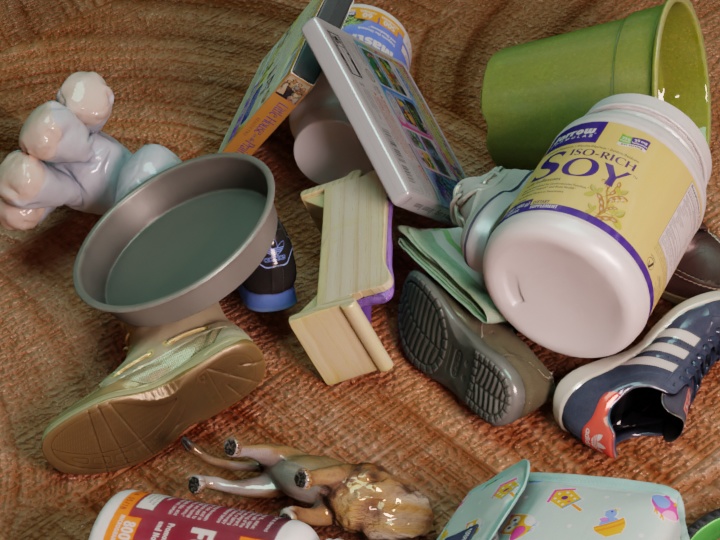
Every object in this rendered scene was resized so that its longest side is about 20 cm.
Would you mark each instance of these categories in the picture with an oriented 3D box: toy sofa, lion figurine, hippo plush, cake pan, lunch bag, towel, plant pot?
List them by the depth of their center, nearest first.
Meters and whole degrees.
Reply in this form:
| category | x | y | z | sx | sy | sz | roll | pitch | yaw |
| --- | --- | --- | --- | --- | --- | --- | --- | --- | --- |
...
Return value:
| category | x | y | z | sx | sy | sz | roll | pitch | yaw |
| --- | --- | --- | --- | --- | --- | --- | --- | --- | --- |
| lunch bag | 0.122 | 0.231 | 1.249 | 0.199 | 0.122 | 0.171 | 7 | 44 | 34 |
| lion figurine | -0.041 | 0.169 | 1.381 | 0.122 | 0.073 | 0.200 | 5 | 15 | -47 |
| cake pan | -0.158 | -0.025 | 1.529 | 0.199 | 0.037 | 0.201 | -20 | 36 | 15 |
| towel | 0.148 | -0.006 | 1.559 | 0.199 | 0.023 | 0.153 | -5 | 33 | -35 |
| toy sofa | 0.000 | 0.000 | 1.560 | 0.097 | 0.083 | 0.201 | -18 | 36 | 15 |
| hippo plush | -0.248 | -0.071 | 1.675 | 0.160 | 0.200 | 0.160 | 35 | 69 | 7 |
| plant pot | 0.223 | -0.158 | 1.684 | 0.189 | 0.201 | 0.200 | -2 | 37 | 25 |

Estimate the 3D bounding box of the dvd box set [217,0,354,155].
| category | x | y | z | sx | sy | sz | roll | pitch | yaw |
| --- | --- | --- | --- | --- | --- | --- | --- | --- | --- |
| dvd box set | -0.073 | -0.198 | 1.736 | 0.029 | 0.200 | 0.147 | 30 | 57 | -13 |

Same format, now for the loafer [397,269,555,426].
| category | x | y | z | sx | sy | sz | roll | pitch | yaw |
| --- | --- | --- | --- | --- | --- | --- | --- | --- | --- |
| loafer | 0.098 | 0.067 | 1.502 | 0.069 | 0.076 | 0.200 | -1 | 33 | -32 |

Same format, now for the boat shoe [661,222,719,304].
| category | x | y | z | sx | sy | sz | roll | pitch | yaw |
| --- | --- | --- | --- | --- | --- | --- | --- | --- | --- |
| boat shoe | 0.273 | -0.032 | 1.580 | 0.072 | 0.072 | 0.200 | -36 | 45 | -16 |

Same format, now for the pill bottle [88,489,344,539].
| category | x | y | z | sx | sy | sz | roll | pitch | yaw |
| --- | --- | --- | --- | --- | --- | --- | --- | --- | --- |
| pill bottle | -0.094 | 0.232 | 1.277 | 0.199 | 0.115 | 0.114 | 8 | 41 | 17 |

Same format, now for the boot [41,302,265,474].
| category | x | y | z | sx | sy | sz | roll | pitch | yaw |
| --- | --- | --- | --- | --- | --- | --- | --- | --- | --- |
| boot | -0.195 | 0.085 | 1.509 | 0.199 | 0.073 | 0.156 | -29 | 35 | -8 |

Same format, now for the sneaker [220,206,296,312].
| category | x | y | z | sx | sy | sz | roll | pitch | yaw |
| --- | --- | --- | --- | --- | --- | --- | --- | --- | --- |
| sneaker | -0.109 | -0.033 | 1.615 | 0.070 | 0.078 | 0.200 | -12 | 26 | -23 |

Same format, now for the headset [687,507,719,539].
| category | x | y | z | sx | sy | sz | roll | pitch | yaw |
| --- | --- | --- | --- | --- | --- | --- | --- | --- | --- |
| headset | 0.327 | 0.228 | 1.280 | 0.199 | 0.094 | 0.124 | -12 | 41 | 17 |

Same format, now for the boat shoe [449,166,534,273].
| category | x | y | z | sx | sy | sz | roll | pitch | yaw |
| --- | --- | --- | --- | --- | --- | --- | --- | --- | --- |
| boat shoe | 0.111 | -0.052 | 1.532 | 0.069 | 0.071 | 0.200 | 16 | 25 | 15 |

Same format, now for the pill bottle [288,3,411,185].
| category | x | y | z | sx | sy | sz | roll | pitch | yaw |
| --- | --- | --- | --- | --- | --- | --- | --- | --- | --- |
| pill bottle | -0.012 | -0.175 | 1.773 | 0.111 | 0.113 | 0.200 | 1 | 39 | 9 |

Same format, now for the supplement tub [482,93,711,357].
| category | x | y | z | sx | sy | sz | roll | pitch | yaw |
| --- | --- | --- | --- | --- | --- | --- | --- | --- | --- |
| supplement tub | 0.203 | -0.041 | 1.459 | 0.145 | 0.146 | 0.200 | 15 | 47 | 24 |

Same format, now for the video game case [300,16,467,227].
| category | x | y | z | sx | sy | sz | roll | pitch | yaw |
| --- | --- | --- | --- | --- | --- | --- | --- | --- | --- |
| video game case | 0.035 | -0.132 | 1.625 | 0.024 | 0.182 | 0.201 | -35 | 68 | 19 |

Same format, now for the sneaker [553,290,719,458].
| category | x | y | z | sx | sy | sz | roll | pitch | yaw |
| --- | --- | --- | --- | --- | --- | --- | --- | --- | --- |
| sneaker | 0.260 | 0.092 | 1.441 | 0.199 | 0.075 | 0.085 | -31 | 43 | -14 |
